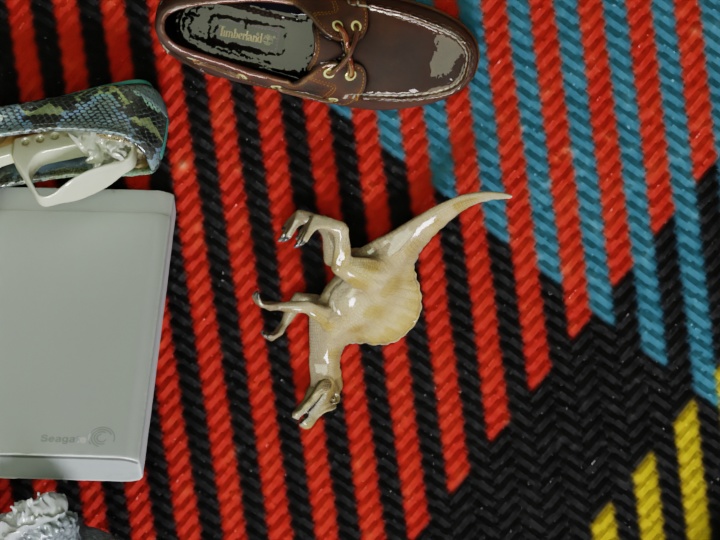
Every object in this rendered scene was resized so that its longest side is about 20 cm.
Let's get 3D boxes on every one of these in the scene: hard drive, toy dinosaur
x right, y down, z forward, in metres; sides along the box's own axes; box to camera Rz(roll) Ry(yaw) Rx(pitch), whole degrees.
[{"bbox_3d":[-0.186,0.035,1.588,0.131,0.201,0.026,1,142,4],"label":"hard drive"},{"bbox_3d":[0.000,0.000,1.634,0.101,0.058,0.200,32,108,-17],"label":"toy dinosaur"}]

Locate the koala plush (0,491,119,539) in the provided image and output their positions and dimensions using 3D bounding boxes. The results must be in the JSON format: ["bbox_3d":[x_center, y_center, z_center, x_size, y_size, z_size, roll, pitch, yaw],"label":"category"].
[{"bbox_3d":[-0.203,0.212,1.567,0.199,0.184,0.178,-22,113,34],"label":"koala plush"}]

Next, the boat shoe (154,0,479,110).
[{"bbox_3d":[-0.027,-0.135,1.598,0.199,0.070,0.071,6,99,2],"label":"boat shoe"}]

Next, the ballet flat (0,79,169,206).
[{"bbox_3d":[-0.214,-0.067,1.609,0.199,0.074,0.075,-13,98,2],"label":"ballet flat"}]
